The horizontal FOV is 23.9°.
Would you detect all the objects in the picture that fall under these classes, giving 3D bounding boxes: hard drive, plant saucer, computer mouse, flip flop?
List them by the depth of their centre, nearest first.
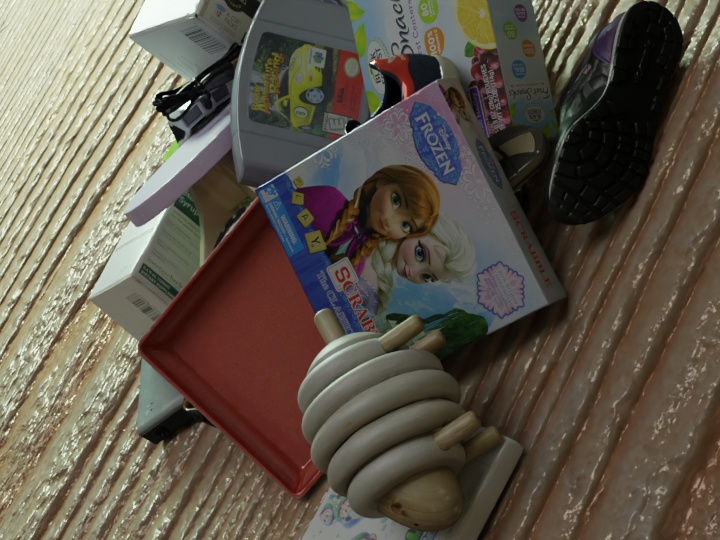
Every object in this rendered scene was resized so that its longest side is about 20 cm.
[{"bbox_3d":[0.105,-0.040,1.428,0.200,0.057,0.081,-59,21,31],"label":"flip flop"},{"bbox_3d":[-0.061,0.059,1.478,0.200,0.200,0.037,-50,-8,9],"label":"plant saucer"},{"bbox_3d":[-0.142,0.068,1.681,0.200,0.033,0.140,-35,37,29],"label":"hard drive"},{"bbox_3d":[-0.168,-0.171,1.725,0.110,0.044,0.200,-41,-2,-14],"label":"computer mouse"}]

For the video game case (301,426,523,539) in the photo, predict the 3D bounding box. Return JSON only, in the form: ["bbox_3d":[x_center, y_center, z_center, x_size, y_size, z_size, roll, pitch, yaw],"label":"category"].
[{"bbox_3d":[0.025,0.202,1.345,0.182,0.024,0.200,17,76,57],"label":"video game case"}]

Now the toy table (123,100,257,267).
[{"bbox_3d":[-0.123,-0.086,1.679,0.200,0.117,0.184,-44,15,-3],"label":"toy table"}]

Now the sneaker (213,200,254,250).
[{"bbox_3d":[-0.039,-0.041,1.563,0.200,0.087,0.075,-24,42,40],"label":"sneaker"}]

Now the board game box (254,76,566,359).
[{"bbox_3d":[0.037,-0.024,1.385,0.199,0.200,0.041,-30,-5,30],"label":"board game box"}]

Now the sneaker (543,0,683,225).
[{"bbox_3d":[0.195,-0.119,1.384,0.200,0.076,0.088,-63,18,-18],"label":"sneaker"}]

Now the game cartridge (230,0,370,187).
[{"bbox_3d":[-0.056,-0.169,1.621,0.041,0.133,0.201,124,155,-68],"label":"game cartridge"}]

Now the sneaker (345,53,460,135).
[{"bbox_3d":[0.024,-0.087,1.445,0.075,0.084,0.201,-157,73,-69],"label":"sneaker"}]

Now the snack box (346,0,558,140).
[{"bbox_3d":[0.077,-0.193,1.501,0.168,0.068,0.201,-12,87,47],"label":"snack box"}]

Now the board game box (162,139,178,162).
[{"bbox_3d":[-0.148,-0.197,1.935,0.095,0.030,0.200,25,85,57],"label":"board game box"}]

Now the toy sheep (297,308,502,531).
[{"bbox_3d":[0.019,0.110,1.289,0.138,0.138,0.200,-41,59,22],"label":"toy sheep"}]

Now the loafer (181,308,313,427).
[{"bbox_3d":[-0.087,0.070,1.532,0.200,0.072,0.073,-57,43,21],"label":"loafer"}]

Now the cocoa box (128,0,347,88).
[{"bbox_3d":[-0.111,-0.252,1.770,0.133,0.200,0.132,-7,55,51],"label":"cocoa box"}]

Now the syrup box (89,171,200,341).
[{"bbox_3d":[-0.194,-0.029,1.758,0.081,0.079,0.200,-26,30,42],"label":"syrup box"}]
